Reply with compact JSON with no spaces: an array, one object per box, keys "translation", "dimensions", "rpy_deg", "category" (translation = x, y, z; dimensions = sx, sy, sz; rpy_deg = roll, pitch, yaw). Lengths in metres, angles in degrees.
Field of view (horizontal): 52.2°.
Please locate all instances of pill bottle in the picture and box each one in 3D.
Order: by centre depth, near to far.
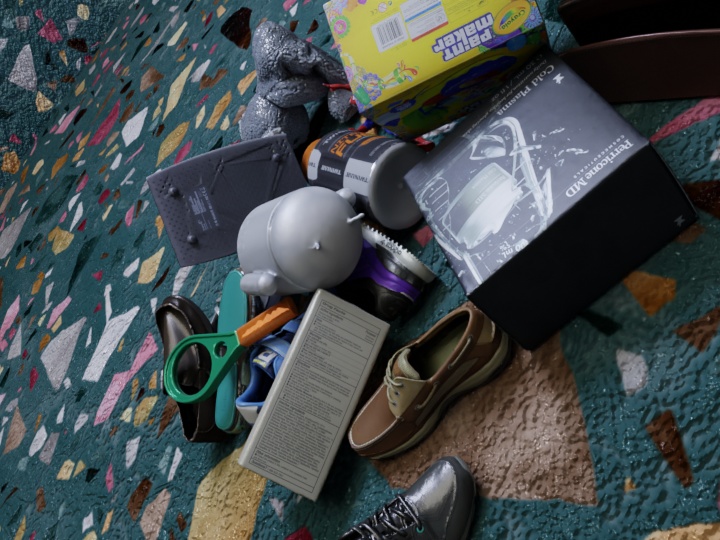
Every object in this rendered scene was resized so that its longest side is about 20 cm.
[{"translation":[-0.001,-0.124,0.954],"dimensions":[0.199,0.106,0.107],"rpy_deg":[24,80,53],"category":"pill bottle"}]

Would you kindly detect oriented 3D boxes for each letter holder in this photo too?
[{"translation":[0.283,-0.249,0.707],"dimensions":[0.198,0.142,0.102],"rpy_deg":[10,69,50],"category":"letter holder"}]

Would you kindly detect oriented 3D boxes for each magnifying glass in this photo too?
[{"translation":[-0.157,0.092,0.880],"dimensions":[0.198,0.022,0.081],"rpy_deg":[-33,61,18],"category":"magnifying glass"}]

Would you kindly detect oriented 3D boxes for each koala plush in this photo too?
[{"translation":[-0.124,-0.263,1.162],"dimensions":[0.202,0.182,0.178],"rpy_deg":[-57,35,15],"category":"koala plush"}]

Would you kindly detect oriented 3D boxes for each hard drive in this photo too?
[{"translation":[-0.165,-0.090,0.962],"dimensions":[0.197,0.137,0.042],"rpy_deg":[-22,-5,-22],"category":"hard drive"}]

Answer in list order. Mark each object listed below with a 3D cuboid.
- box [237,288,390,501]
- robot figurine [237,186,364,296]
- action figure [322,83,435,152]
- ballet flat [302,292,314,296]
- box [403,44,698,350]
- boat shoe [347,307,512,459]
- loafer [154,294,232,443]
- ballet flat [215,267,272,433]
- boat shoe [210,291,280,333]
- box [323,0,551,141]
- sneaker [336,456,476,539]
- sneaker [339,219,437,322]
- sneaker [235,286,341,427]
[{"translation":[-0.051,0.134,0.801],"dimensions":[0.203,0.094,0.078],"rpy_deg":[-64,5,-16],"category":"box"},{"translation":[-0.071,-0.031,0.851],"dimensions":[0.170,0.113,0.199],"rpy_deg":[-52,21,-26],"category":"robot figurine"},{"translation":[0.015,-0.214,1.013],"dimensions":[0.200,0.097,0.067],"rpy_deg":[-136,43,-55],"category":"action figure"},{"translation":[-0.099,-0.011,1.024],"dimensions":[0.063,0.070,0.198],"rpy_deg":[-35,33,-24],"category":"ballet flat"},{"translation":[0.172,-0.072,0.712],"dimensions":[0.199,0.123,0.198],"rpy_deg":[-42,40,16],"category":"box"},{"translation":[0.057,0.106,0.736],"dimensions":[0.200,0.073,0.076],"rpy_deg":[-44,38,14],"category":"boat shoe"},{"translation":[-0.222,0.128,0.948],"dimensions":[0.072,0.071,0.204],"rpy_deg":[-28,80,34],"category":"loafer"},{"translation":[-0.145,0.100,0.929],"dimensions":[0.073,0.073,0.205],"rpy_deg":[4,87,48],"category":"ballet flat"},{"translation":[-0.161,0.054,0.978],"dimensions":[0.073,0.064,0.203],"rpy_deg":[38,112,46],"category":"boat shoe"},{"translation":[0.095,-0.250,0.799],"dimensions":[0.197,0.192,0.124],"rpy_deg":[-22,84,19],"category":"box"},{"translation":[0.028,0.249,0.655],"dimensions":[0.202,0.079,0.075],"rpy_deg":[-54,37,-2],"category":"sneaker"},{"translation":[0.000,0.000,0.886],"dimensions":[0.101,0.069,0.199],"rpy_deg":[-56,36,1],"category":"sneaker"},{"translation":[-0.081,0.102,0.885],"dimensions":[0.073,0.082,0.203],"rpy_deg":[4,64,51],"category":"sneaker"}]
